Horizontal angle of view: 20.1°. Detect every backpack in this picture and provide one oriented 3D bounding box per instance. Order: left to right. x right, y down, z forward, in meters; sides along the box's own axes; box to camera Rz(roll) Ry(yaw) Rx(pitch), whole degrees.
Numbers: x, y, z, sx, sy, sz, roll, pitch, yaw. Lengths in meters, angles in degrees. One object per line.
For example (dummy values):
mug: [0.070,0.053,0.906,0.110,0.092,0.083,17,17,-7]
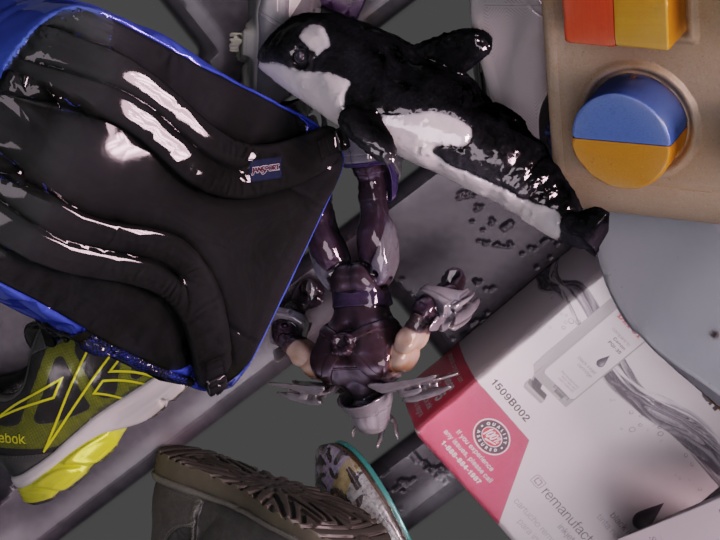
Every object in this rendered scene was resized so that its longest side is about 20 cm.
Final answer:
backpack: [-0.143,-0.044,1.030,0.200,0.168,0.163,27,81,-41]

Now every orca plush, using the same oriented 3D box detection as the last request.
orca plush: [0.047,-0.085,1.019,0.200,0.105,0.071,36,111,22]

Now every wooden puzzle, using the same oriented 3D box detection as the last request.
wooden puzzle: [0.170,-0.099,0.976,0.185,0.046,0.200,8,125,26]

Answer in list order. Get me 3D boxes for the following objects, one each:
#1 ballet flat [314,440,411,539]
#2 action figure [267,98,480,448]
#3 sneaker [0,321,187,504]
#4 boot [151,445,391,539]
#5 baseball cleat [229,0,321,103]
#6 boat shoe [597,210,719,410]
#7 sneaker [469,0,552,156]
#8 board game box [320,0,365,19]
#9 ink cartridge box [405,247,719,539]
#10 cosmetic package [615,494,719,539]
ballet flat: [0.014,0.197,1.186,0.072,0.072,0.200,-29,104,4]
action figure: [0.000,0.000,1.131,0.130,0.069,0.200,-6,93,23]
sneaker: [-0.142,0.045,1.146,0.200,0.074,0.085,-44,101,7]
boot: [-0.071,0.216,1.161,0.073,0.182,0.200,7,98,-47]
baseball cleat: [-0.013,-0.181,1.075,0.106,0.070,0.200,4,106,-9]
boat shoe: [0.202,0.043,1.084,0.071,0.091,0.200,-41,74,4]
sneaker: [0.087,-0.140,1.088,0.073,0.112,0.200,-1,124,-4]
board game box: [-0.015,-0.252,1.107,0.120,0.032,0.200,23,101,-11]
ink cartridge box: [0.147,0.066,1.159,0.200,0.083,0.147,-41,101,7]
cosmetic package: [0.197,0.201,1.121,0.081,0.200,0.113,-22,68,2]
